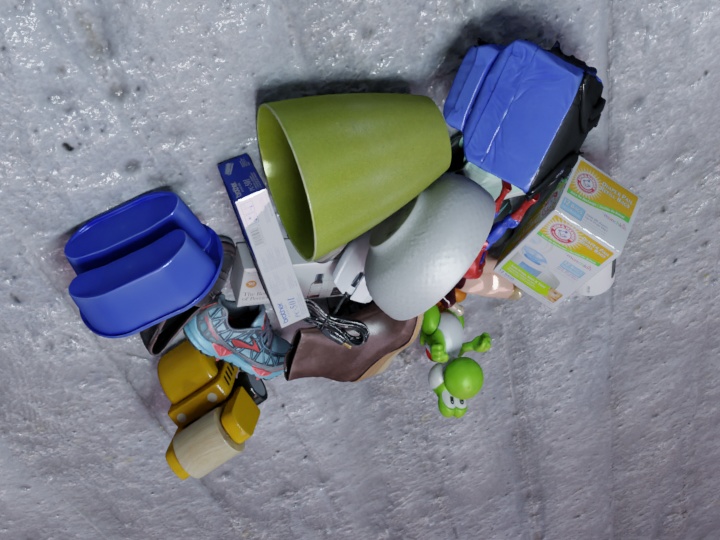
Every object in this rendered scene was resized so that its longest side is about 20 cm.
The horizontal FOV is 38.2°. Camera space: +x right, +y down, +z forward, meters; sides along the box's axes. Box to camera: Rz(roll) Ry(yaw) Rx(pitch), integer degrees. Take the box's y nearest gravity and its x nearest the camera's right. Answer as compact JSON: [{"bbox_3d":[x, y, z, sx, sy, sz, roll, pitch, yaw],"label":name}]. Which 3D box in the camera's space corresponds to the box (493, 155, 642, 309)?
[{"bbox_3d":[0.285,-0.049,1.447,0.111,0.102,0.200,32,150,-3],"label":"box"}]

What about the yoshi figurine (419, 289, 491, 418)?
[{"bbox_3d":[0.142,0.115,1.564,0.110,0.204,0.112,-10,159,7],"label":"yoshi figurine"}]

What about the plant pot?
[{"bbox_3d":[0.000,-0.132,1.229,0.197,0.189,0.189,-20,144,-16],"label":"plant pot"}]

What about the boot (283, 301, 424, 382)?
[{"bbox_3d":[-0.009,0.086,1.456,0.164,0.073,0.202,0,134,-30],"label":"boot"}]

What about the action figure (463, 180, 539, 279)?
[{"bbox_3d":[0.163,-0.064,1.372,0.064,0.100,0.201,21,134,-12],"label":"action figure"}]

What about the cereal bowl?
[{"bbox_3d":[0.071,-0.043,1.291,0.083,0.201,0.200,39,117,-19],"label":"cereal bowl"}]

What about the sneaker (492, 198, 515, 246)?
[{"bbox_3d":[0.126,-0.061,1.471,0.197,0.076,0.080,-23,135,-14],"label":"sneaker"}]

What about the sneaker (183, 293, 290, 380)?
[{"bbox_3d":[-0.156,0.093,1.500,0.095,0.080,0.198,-42,139,22],"label":"sneaker"}]

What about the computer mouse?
[{"bbox_3d":[0.000,0.000,1.400,0.109,0.202,0.044,31,166,-7],"label":"computer mouse"}]

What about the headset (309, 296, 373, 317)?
[{"bbox_3d":[-0.003,0.072,1.538,0.198,0.095,0.123,30,121,-28],"label":"headset"}]

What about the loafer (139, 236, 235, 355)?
[{"bbox_3d":[-0.230,0.039,1.407,0.071,0.064,0.200,21,126,-43],"label":"loafer"}]

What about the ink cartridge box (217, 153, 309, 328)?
[{"bbox_3d":[-0.120,-0.035,1.302,0.044,0.094,0.202,-22,127,-8],"label":"ink cartridge box"}]

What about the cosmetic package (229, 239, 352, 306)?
[{"bbox_3d":[-0.077,-0.001,1.446,0.196,0.051,0.083,-6,140,-20],"label":"cosmetic package"}]

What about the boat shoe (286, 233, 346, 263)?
[{"bbox_3d":[-0.020,-0.092,1.344,0.071,0.076,0.200,26,115,-34],"label":"boat shoe"}]

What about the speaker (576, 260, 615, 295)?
[{"bbox_3d":[0.350,-0.050,1.579,0.080,0.082,0.201,-19,143,-3],"label":"speaker"}]

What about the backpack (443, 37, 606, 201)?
[{"bbox_3d":[0.203,-0.197,1.246,0.164,0.167,0.199,-59,162,19],"label":"backpack"}]

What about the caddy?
[{"bbox_3d":[-0.266,-0.002,1.274,0.197,0.143,0.106,-24,141,4],"label":"caddy"}]

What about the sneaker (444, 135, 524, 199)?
[{"bbox_3d":[0.193,-0.152,1.373,0.198,0.075,0.118,-27,147,9],"label":"sneaker"}]

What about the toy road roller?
[{"bbox_3d":[-0.229,0.185,1.495,0.122,0.201,0.147,-33,106,14],"label":"toy road roller"}]

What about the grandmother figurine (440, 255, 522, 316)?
[{"bbox_3d":[0.148,0.005,1.549,0.196,0.124,0.060,9,174,-22],"label":"grandmother figurine"}]
